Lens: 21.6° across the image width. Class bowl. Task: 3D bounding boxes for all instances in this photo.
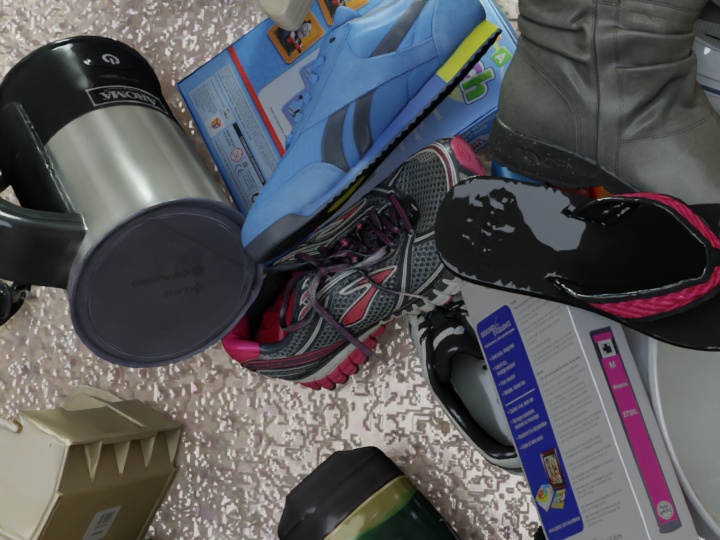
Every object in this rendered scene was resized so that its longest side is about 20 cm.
[{"bbox_3d":[0.209,0.069,1.053,0.090,0.200,0.203,-18,81,56],"label":"bowl"}]

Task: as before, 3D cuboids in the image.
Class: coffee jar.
[{"bbox_3d":[0.036,0.196,1.112,0.085,0.104,0.200,-41,78,-5],"label":"coffee jar"}]

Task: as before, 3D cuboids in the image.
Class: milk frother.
[{"bbox_3d":[-0.175,-0.005,1.138,0.179,0.201,0.189,-11,39,-21],"label":"milk frother"}]

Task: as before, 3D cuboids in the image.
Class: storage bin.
[{"bbox_3d":[-0.212,0.167,1.133,0.093,0.200,0.200,28,95,13],"label":"storage bin"}]

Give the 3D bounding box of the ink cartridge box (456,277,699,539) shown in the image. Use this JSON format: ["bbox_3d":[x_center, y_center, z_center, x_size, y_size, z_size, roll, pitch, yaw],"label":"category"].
[{"bbox_3d":[0.112,0.073,0.998,0.037,0.095,0.202,-14,78,-29],"label":"ink cartridge box"}]

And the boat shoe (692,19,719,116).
[{"bbox_3d":[0.249,-0.088,1.063,0.198,0.074,0.067,15,119,-15],"label":"boat shoe"}]

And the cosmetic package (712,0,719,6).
[{"bbox_3d":[0.141,-0.278,1.018,0.123,0.200,0.199,-46,53,2],"label":"cosmetic package"}]

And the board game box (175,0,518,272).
[{"bbox_3d":[-0.001,-0.110,1.151,0.199,0.037,0.152,-35,62,13],"label":"board game box"}]

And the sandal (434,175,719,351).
[{"bbox_3d":[0.135,-0.007,0.943,0.198,0.045,0.076,9,78,2],"label":"sandal"}]

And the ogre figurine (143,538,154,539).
[{"bbox_3d":[-0.086,0.249,1.136,0.097,0.120,0.202,-25,81,13],"label":"ogre figurine"}]

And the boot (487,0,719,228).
[{"bbox_3d":[0.164,-0.095,0.979,0.198,0.068,0.132,17,121,11],"label":"boot"}]

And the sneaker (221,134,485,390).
[{"bbox_3d":[0.000,0.000,1.088,0.200,0.074,0.081,-47,50,28],"label":"sneaker"}]

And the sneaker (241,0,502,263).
[{"bbox_3d":[-0.010,-0.092,1.064,0.078,0.066,0.200,42,78,0],"label":"sneaker"}]

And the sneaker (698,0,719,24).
[{"bbox_3d":[0.209,-0.169,1.101,0.199,0.071,0.100,-28,79,7],"label":"sneaker"}]

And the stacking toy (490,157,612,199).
[{"bbox_3d":[0.176,-0.041,1.093,0.198,0.110,0.117,-9,52,-5],"label":"stacking toy"}]

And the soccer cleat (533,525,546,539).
[{"bbox_3d":[0.124,0.180,1.062,0.068,0.199,0.074,-29,93,49],"label":"soccer cleat"}]

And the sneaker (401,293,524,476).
[{"bbox_3d":[0.060,0.029,1.122,0.075,0.088,0.201,-36,77,13],"label":"sneaker"}]

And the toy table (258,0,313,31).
[{"bbox_3d":[-0.043,-0.233,1.078,0.116,0.199,0.185,20,90,35],"label":"toy table"}]
